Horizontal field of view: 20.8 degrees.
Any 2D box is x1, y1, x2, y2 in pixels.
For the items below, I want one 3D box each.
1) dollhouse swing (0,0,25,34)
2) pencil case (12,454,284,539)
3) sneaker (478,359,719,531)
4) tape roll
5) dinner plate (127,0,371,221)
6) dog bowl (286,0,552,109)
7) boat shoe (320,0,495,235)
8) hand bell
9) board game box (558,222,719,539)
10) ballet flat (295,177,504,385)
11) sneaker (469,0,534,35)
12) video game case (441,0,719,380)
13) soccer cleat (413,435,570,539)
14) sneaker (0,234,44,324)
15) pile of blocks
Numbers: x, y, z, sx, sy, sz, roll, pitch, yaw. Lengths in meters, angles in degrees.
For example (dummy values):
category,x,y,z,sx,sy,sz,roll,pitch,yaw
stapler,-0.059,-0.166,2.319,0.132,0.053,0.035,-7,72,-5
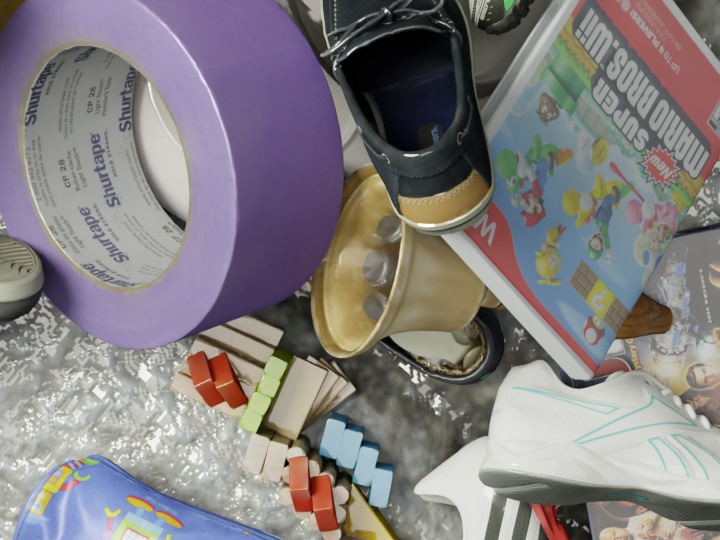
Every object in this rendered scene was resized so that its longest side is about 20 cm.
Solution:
category,x,y,z,sx,sy,sz,roll,pitch,yaw
dollhouse swing,-0.285,-0.143,1.066,0.176,0.200,0.182,-43,92,10
pencil case,-0.098,0.170,1.119,0.200,0.078,0.087,20,84,17
sneaker,0.168,0.097,1.093,0.200,0.070,0.080,12,67,-8
tape roll,-0.110,-0.064,1.067,0.200,0.085,0.200,15,113,39
dinner plate,-0.058,-0.116,1.144,0.200,0.024,0.201,0,95,2
dog bowl,0.053,-0.173,1.103,0.200,0.059,0.200,0,90,-5
boat shoe,0.020,-0.109,0.996,0.075,0.062,0.200,-20,51,7
hand bell,0.084,0.012,1.073,0.200,0.104,0.104,11,96,-26
board game box,0.188,0.079,1.142,0.135,0.035,0.200,-12,94,4
ballet flat,0.000,0.000,1.115,0.200,0.073,0.073,37,96,-8
sneaker,0.054,-0.221,1.045,0.085,0.078,0.200,-10,81,2
video game case,0.126,-0.063,1.052,0.143,0.017,0.200,46,65,-29
soccer cleat,0.095,0.189,1.116,0.085,0.069,0.200,-25,67,7
sneaker,-0.245,0.036,1.113,0.200,0.075,0.106,6,106,43
pile of blocks,-0.030,0.103,1.141,0.082,0.062,0.200,-41,92,5
